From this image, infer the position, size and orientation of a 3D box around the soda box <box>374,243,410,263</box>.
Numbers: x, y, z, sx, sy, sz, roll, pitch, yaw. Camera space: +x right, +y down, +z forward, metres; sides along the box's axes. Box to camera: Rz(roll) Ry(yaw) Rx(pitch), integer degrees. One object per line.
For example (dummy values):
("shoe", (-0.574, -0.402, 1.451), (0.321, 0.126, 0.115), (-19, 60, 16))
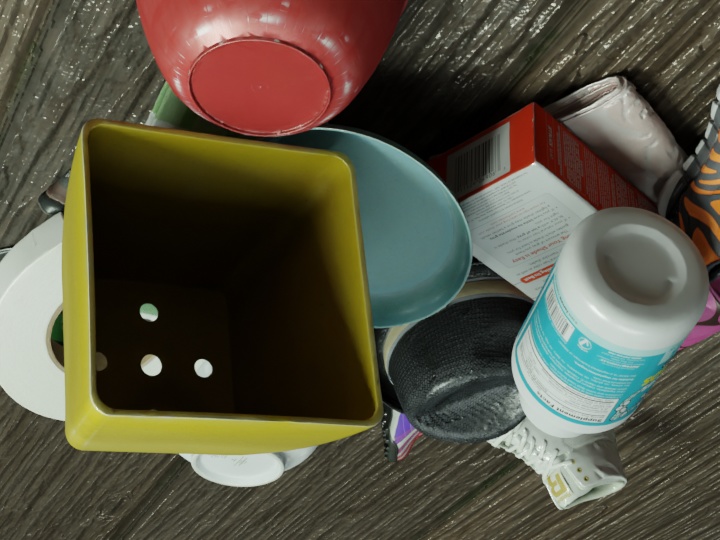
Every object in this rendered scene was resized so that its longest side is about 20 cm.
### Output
("soda box", (0.000, 0.000, 1.199), (0.063, 0.069, 0.199), (27, 147, -23))

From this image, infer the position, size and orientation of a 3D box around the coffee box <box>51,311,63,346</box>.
("coffee box", (-0.262, 0.080, 1.329), (0.121, 0.045, 0.200), (15, 163, -16))

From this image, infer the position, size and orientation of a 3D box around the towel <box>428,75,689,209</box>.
("towel", (0.177, -0.063, 1.151), (0.189, 0.033, 0.200), (-20, 139, 31))

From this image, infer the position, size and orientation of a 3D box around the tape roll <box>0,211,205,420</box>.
("tape roll", (-0.208, 0.037, 1.161), (0.200, 0.037, 0.205), (-15, 133, -17))

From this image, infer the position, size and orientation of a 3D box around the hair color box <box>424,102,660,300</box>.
("hair color box", (0.154, -0.036, 1.110), (0.110, 0.065, 0.199), (-26, 134, 35))

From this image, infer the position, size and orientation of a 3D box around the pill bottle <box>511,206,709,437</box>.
("pill bottle", (0.180, 0.050, 1.080), (0.109, 0.112, 0.201), (7, 146, -7))

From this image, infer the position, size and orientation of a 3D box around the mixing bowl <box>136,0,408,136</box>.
("mixing bowl", (-0.063, -0.162, 0.953), (0.197, 0.110, 0.201), (1, 147, 1))

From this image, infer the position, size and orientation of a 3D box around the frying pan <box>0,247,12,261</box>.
("frying pan", (-0.261, 0.025, 1.319), (0.187, 0.031, 0.115), (13, 146, -10))

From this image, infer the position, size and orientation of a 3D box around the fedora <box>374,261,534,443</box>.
("fedora", (0.101, 0.088, 1.227), (0.197, 0.092, 0.202), (-2, 130, -3))

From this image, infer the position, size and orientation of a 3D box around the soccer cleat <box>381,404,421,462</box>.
("soccer cleat", (0.058, 0.134, 1.425), (0.072, 0.069, 0.201), (-3, 145, -6))

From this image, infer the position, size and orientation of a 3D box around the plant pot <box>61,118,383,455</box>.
("plant pot", (-0.119, 0.037, 0.992), (0.197, 0.203, 0.176), (5, 153, -26))

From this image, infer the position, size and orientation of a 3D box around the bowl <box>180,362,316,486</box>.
("bowl", (-0.121, 0.159, 1.449), (0.198, 0.091, 0.202), (1, 146, 1))

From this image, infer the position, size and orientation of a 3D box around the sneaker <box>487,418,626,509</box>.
("sneaker", (0.178, 0.174, 1.396), (0.198, 0.117, 0.074), (7, 142, -27))

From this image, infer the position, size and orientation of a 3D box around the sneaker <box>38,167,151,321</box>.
("sneaker", (-0.215, -0.013, 1.191), (0.081, 0.077, 0.201), (-30, 134, -11))

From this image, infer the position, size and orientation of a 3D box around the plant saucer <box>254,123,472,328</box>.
("plant saucer", (-0.010, -0.036, 1.070), (0.197, 0.028, 0.202), (11, 137, 10))

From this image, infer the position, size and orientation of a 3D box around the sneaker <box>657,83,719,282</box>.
("sneaker", (0.294, -0.069, 1.037), (0.076, 0.113, 0.201), (5, 133, -18))

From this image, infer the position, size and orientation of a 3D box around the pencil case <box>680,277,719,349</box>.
("pencil case", (0.261, 0.044, 1.260), (0.093, 0.092, 0.199), (4, 154, -40))

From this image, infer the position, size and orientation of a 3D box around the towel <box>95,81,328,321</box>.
("towel", (-0.126, -0.051, 1.097), (0.148, 0.031, 0.202), (16, 110, -37))
